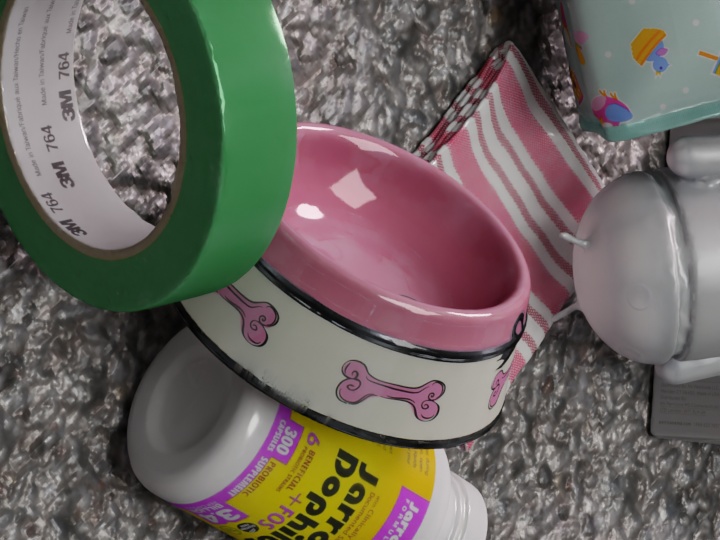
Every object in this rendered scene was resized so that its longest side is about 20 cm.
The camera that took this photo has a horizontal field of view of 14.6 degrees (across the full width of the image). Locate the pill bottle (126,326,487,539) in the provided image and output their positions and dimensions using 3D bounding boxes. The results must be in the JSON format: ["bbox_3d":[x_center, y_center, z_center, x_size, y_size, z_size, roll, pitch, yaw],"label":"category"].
[{"bbox_3d":[-0.022,0.107,1.492,0.200,0.104,0.105,32,70,-38],"label":"pill bottle"}]

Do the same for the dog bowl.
[{"bbox_3d":[0.000,0.000,1.444,0.199,0.200,0.074,2,126,-42],"label":"dog bowl"}]

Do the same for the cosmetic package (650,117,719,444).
[{"bbox_3d":[0.243,0.009,1.753,0.101,0.074,0.201,8,84,-41],"label":"cosmetic package"}]

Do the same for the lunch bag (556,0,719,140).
[{"bbox_3d":[0.212,-0.177,1.616,0.199,0.122,0.172,-12,97,-1],"label":"lunch bag"}]

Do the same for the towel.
[{"bbox_3d":[0.075,-0.014,1.627,0.200,0.030,0.147,-53,124,-28],"label":"towel"}]

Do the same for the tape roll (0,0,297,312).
[{"bbox_3d":[-0.113,-0.082,1.340,0.048,0.200,0.202,-14,100,-41],"label":"tape roll"}]

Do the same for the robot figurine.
[{"bbox_3d":[0.210,-0.006,1.637,0.199,0.113,0.171,-6,122,-9],"label":"robot figurine"}]
